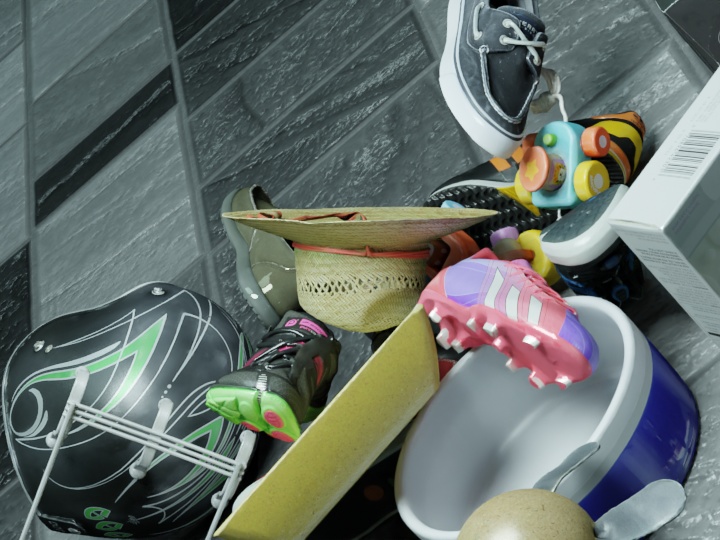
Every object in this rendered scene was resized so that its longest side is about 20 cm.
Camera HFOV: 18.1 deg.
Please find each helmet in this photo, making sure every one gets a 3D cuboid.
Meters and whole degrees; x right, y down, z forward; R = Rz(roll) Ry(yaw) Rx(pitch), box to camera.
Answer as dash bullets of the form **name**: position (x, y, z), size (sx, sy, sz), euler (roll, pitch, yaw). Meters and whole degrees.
- **helmet**: position (-0.171, 0.113, 1.815), size (0.190, 0.201, 0.200), euler (-18, 33, 14)

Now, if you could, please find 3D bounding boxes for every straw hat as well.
- **straw hat**: position (0.000, 0.000, 1.625), size (0.201, 0.200, 0.086), euler (5, 97, 58)

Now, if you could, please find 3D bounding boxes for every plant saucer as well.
- **plant saucer**: position (-0.015, 0.119, 1.529), size (0.200, 0.048, 0.200), euler (-48, -3, -6)

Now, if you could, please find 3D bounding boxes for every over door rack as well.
- **over door rack**: position (-0.179, 0.183, 1.697), size (0.067, 0.147, 0.201), euler (-92, 23, -75)

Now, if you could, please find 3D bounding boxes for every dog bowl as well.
- **dog bowl**: position (0.122, 0.118, 1.496), size (0.200, 0.079, 0.201), euler (-35, 27, 21)

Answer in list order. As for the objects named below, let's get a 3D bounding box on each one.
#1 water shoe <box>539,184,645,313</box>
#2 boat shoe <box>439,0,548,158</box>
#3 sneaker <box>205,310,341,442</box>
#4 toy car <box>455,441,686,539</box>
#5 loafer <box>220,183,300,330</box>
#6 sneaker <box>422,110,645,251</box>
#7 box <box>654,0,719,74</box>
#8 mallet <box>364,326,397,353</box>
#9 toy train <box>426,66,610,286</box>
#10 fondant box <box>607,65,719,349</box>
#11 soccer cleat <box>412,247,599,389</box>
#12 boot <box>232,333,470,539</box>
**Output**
- **water shoe**: position (0.171, -0.010, 1.545), size (0.071, 0.079, 0.200), euler (-35, 0, 4)
- **boat shoe**: position (0.107, -0.164, 1.677), size (0.068, 0.072, 0.201), euler (-43, 24, 31)
- **sneaker**: position (-0.058, 0.070, 1.615), size (0.200, 0.076, 0.084), euler (-40, -30, -83)
- **toy car**: position (0.103, 0.192, 1.328), size (0.200, 0.158, 0.164), euler (-50, 35, -11)
- **loafer**: position (-0.074, -0.018, 2.005), size (0.069, 0.075, 0.200), euler (-29, 33, 7)
- **sneaker**: position (0.141, -0.071, 1.770), size (0.199, 0.070, 0.090), euler (-18, 22, 43)
- **box**: position (0.295, -0.235, 1.701), size (0.148, 0.124, 0.200), euler (-39, 25, 13)
- **mallet**: position (0.013, 0.044, 1.741), size (0.066, 0.041, 0.200), euler (-43, 5, 15)
- **toy train**: position (0.100, -0.050, 1.693), size (0.150, 0.055, 0.201), euler (48, 118, 34)
- **fondant box**: position (0.258, -0.017, 1.350), size (0.145, 0.200, 0.058), euler (-52, 29, -15)
- **soccer cleat**: position (0.105, 0.025, 1.496), size (0.076, 0.067, 0.200), euler (-47, 23, -13)
- **boot**: position (-0.003, 0.124, 1.686), size (0.199, 0.073, 0.145), euler (-26, 30, 19)
